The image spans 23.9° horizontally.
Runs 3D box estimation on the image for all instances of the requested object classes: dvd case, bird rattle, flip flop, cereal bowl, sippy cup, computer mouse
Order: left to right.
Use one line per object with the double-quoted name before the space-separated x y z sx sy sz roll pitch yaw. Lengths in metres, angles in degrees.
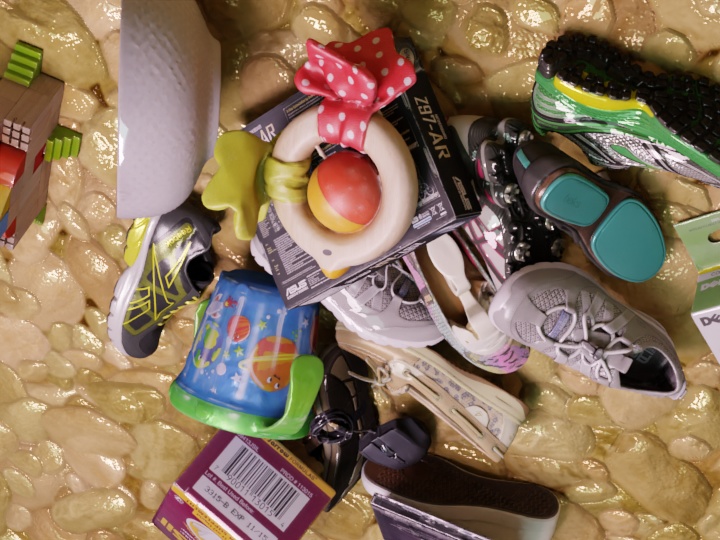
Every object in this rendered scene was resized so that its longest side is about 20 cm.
"cereal bowl" -0.158 -0.142 1.391 0.082 0.201 0.201 2 132 -9
"sippy cup" -0.097 0.072 1.562 0.176 0.139 0.132 17 98 20
"flip flop" -0.029 0.148 1.655 0.057 0.081 0.201 20 135 30
"bird rattle" -0.018 -0.088 1.361 0.200 0.113 0.164 -38 87 21
"computer mouse" 0.012 0.160 1.594 0.058 0.034 0.200 -32 155 22
"dvd case" 0.086 0.271 1.668 0.148 0.016 0.200 21 163 12

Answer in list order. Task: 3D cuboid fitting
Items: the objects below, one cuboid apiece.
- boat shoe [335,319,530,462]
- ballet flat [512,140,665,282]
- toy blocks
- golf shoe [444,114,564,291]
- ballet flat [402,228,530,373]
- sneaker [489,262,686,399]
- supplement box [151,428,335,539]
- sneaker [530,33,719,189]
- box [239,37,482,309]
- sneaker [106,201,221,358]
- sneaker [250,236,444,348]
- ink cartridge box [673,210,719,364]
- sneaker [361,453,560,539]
"boat shoe" 0.060 0.107 1.570 0.199 0.063 0.073 28 175 -3
"ballet flat" 0.187 -0.056 1.390 0.068 0.069 0.200 -45 140 8
"toy blocks" -0.327 -0.084 1.533 0.099 0.137 0.201 22 133 3
"golf shoe" 0.117 -0.050 1.444 0.088 0.077 0.201 19 138 38
"ballet flat" 0.087 0.016 1.478 0.069 0.071 0.201 -34 105 -2
"sneaker" 0.199 0.053 1.424 0.199 0.082 0.075 19 109 -29
"supplement box" -0.120 0.233 1.675 0.131 0.103 0.200 39 158 2
"sneaker" 0.228 -0.113 1.342 0.199 0.078 0.086 27 140 11
"box" -0.012 -0.078 1.421 0.199 0.043 0.161 -29 80 36
"sneaker" -0.183 0.016 1.598 0.084 0.075 0.201 22 132 7
"sneaker" 0.000 0.000 1.515 0.199 0.075 0.082 27 129 -4
"ink cartridge box" 0.346 0.040 1.421 0.103 0.059 0.201 -17 120 32
"sneaker" 0.093 0.242 1.679 0.198 0.073 0.085 15 129 7
